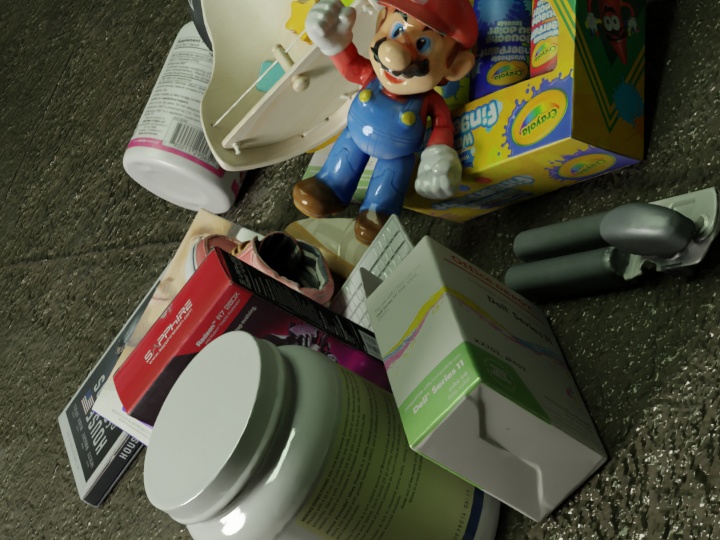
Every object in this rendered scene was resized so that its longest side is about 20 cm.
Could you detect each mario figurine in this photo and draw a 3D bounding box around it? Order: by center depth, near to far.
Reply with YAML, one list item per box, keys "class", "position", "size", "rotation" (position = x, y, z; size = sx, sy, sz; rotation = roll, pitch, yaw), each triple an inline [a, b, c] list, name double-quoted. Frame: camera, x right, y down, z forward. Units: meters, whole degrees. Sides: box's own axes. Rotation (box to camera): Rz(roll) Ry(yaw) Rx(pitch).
- class: "mario figurine"
  position: [0.014, -0.117, 1.323]
  size: [0.106, 0.123, 0.201]
  rotation: [-118, 44, -59]

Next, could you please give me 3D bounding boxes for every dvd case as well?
- class: "dvd case"
  position: [-0.207, 0.101, 1.745]
  size: [0.200, 0.025, 0.150]
  rotation: [-53, 28, 11]

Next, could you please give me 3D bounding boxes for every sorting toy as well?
- class: "sorting toy"
  position: [-0.057, -0.209, 1.532]
  size: [0.200, 0.106, 0.181]
  rotation: [-43, 64, 30]

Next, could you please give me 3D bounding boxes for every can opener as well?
- class: "can opener"
  position: [0.158, -0.020, 1.223]
  size: [0.200, 0.066, 0.053]
  rotation: [-17, 50, 59]

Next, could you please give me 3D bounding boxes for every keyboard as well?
- class: "keyboard"
  position: [0.002, 0.033, 1.382]
  size: [0.056, 0.011, 0.200]
  rotation: [57, 146, 16]

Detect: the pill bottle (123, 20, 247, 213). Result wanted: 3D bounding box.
- class: "pill bottle"
  position: [-0.137, -0.166, 1.791]
  size: [0.113, 0.113, 0.201]
  rotation: [-5, 58, 57]

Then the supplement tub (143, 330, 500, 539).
- class: "supplement tub"
  position: [-0.024, 0.137, 1.218]
  size: [0.145, 0.199, 0.146]
  rotation: [-39, 34, 33]

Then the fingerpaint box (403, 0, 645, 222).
- class: "fingerpaint box"
  position: [0.111, -0.140, 1.358]
  size: [0.199, 0.073, 0.168]
  rotation: [-17, 65, 52]

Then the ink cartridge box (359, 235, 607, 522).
- class: "ink cartridge box"
  position: [0.074, 0.056, 1.223]
  size: [0.067, 0.117, 0.200]
  rotation: [-47, 31, 19]

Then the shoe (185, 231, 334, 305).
- class: "shoe"
  position: [-0.076, 0.003, 1.462]
  size: [0.200, 0.071, 0.092]
  rotation: [52, 134, 51]

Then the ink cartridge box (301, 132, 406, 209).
- class: "ink cartridge box"
  position: [0.040, -0.150, 1.555]
  size: [0.145, 0.048, 0.201]
  rotation: [10, 74, 62]

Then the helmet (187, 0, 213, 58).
- class: "helmet"
  position: [-0.059, -0.268, 1.682]
  size: [0.190, 0.200, 0.201]
  rotation: [-10, 53, 36]

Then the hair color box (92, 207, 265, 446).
- class: "hair color box"
  position: [-0.135, 0.058, 1.605]
  size: [0.109, 0.065, 0.201]
  rotation: [23, 82, 48]

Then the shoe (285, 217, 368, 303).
- class: "shoe"
  position: [0.000, 0.000, 1.470]
  size: [0.053, 0.070, 0.200]
  rotation: [-33, 29, -12]

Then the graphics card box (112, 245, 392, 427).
- class: "graphics card box"
  position: [-0.057, 0.081, 1.326]
  size: [0.126, 0.199, 0.051]
  rotation: [-51, 34, 15]
